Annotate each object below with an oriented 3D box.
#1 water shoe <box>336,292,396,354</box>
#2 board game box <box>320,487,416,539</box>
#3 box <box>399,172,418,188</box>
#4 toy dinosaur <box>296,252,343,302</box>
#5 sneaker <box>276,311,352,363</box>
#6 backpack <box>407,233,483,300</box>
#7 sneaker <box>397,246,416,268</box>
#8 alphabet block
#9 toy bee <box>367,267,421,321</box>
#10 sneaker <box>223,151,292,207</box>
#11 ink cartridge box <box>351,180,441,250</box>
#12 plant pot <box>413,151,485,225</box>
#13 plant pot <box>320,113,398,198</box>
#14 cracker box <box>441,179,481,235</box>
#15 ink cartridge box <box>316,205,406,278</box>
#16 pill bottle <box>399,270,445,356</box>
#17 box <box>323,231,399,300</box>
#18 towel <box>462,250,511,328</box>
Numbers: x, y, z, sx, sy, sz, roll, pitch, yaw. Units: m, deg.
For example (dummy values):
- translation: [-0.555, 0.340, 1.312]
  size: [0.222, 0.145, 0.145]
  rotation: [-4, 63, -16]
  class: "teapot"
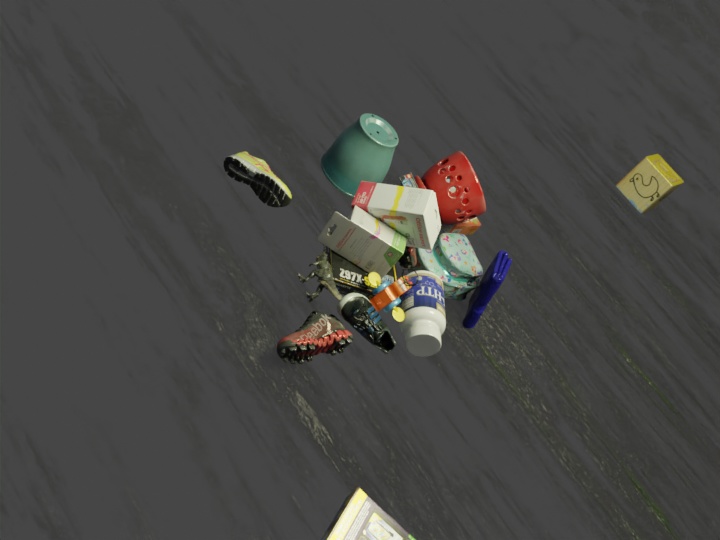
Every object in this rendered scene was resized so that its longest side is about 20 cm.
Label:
- translation: [0.023, 0.121, 1.416]
  size: [0.200, 0.072, 0.079]
  rotation: [43, 1, -44]
  class: "water shoe"
- translation: [0.002, 0.524, 1.100]
  size: [0.165, 0.057, 0.200]
  rotation: [41, 39, 4]
  class: "board game box"
- translation: [0.164, -0.170, 1.783]
  size: [0.037, 0.201, 0.138]
  rotation: [-21, 64, 0]
  class: "box"
- translation: [-0.097, 0.025, 1.470]
  size: [0.087, 0.048, 0.201]
  rotation: [-24, 45, -4]
  class: "toy dinosaur"
- translation: [-0.110, 0.141, 1.346]
  size: [0.198, 0.071, 0.099]
  rotation: [-7, 58, -45]
  class: "sneaker"
- translation: [0.231, -0.012, 1.721]
  size: [0.197, 0.151, 0.180]
  rotation: [0, 54, -32]
  class: "backpack"
- translation: [0.123, -0.099, 1.685]
  size: [0.096, 0.071, 0.204]
  rotation: [-5, 65, -33]
  class: "sneaker"
- translation: [1.402, -0.421, 2.986]
  size: [0.195, 0.201, 0.196]
  rotation: [-19, 66, -46]
  class: "alphabet block"
- translation: [0.083, 0.059, 1.497]
  size: [0.108, 0.197, 0.133]
  rotation: [-27, 102, -59]
  class: "toy bee"
- translation: [-0.253, -0.246, 1.601]
  size: [0.199, 0.078, 0.091]
  rotation: [38, 37, -2]
  class: "sneaker"
- translation: [0.093, -0.139, 1.560]
  size: [0.197, 0.146, 0.084]
  rotation: [10, 58, 23]
  class: "ink cartridge box"
- translation: [0.258, -0.231, 1.850]
  size: [0.180, 0.201, 0.203]
  rotation: [-23, 60, 0]
  class: "plant pot"
- translation: [0.010, -0.349, 1.819]
  size: [0.197, 0.189, 0.202]
  rotation: [21, 42, -20]
  class: "plant pot"
- translation: [0.291, -0.209, 2.015]
  size: [0.132, 0.058, 0.202]
  rotation: [-4, 57, -41]
  class: "cracker box"
- translation: [0.003, -0.079, 1.541]
  size: [0.198, 0.117, 0.068]
  rotation: [31, 42, -11]
  class: "ink cartridge box"
- translation: [0.157, 0.111, 1.560]
  size: [0.118, 0.120, 0.202]
  rotation: [23, 42, -19]
  class: "pill bottle"
- translation: [0.000, 0.000, 1.596]
  size: [0.197, 0.049, 0.162]
  rotation: [19, 46, -25]
  class: "box"
- translation: [0.353, 0.056, 1.704]
  size: [0.049, 0.202, 0.148]
  rotation: [26, 40, 3]
  class: "towel"
